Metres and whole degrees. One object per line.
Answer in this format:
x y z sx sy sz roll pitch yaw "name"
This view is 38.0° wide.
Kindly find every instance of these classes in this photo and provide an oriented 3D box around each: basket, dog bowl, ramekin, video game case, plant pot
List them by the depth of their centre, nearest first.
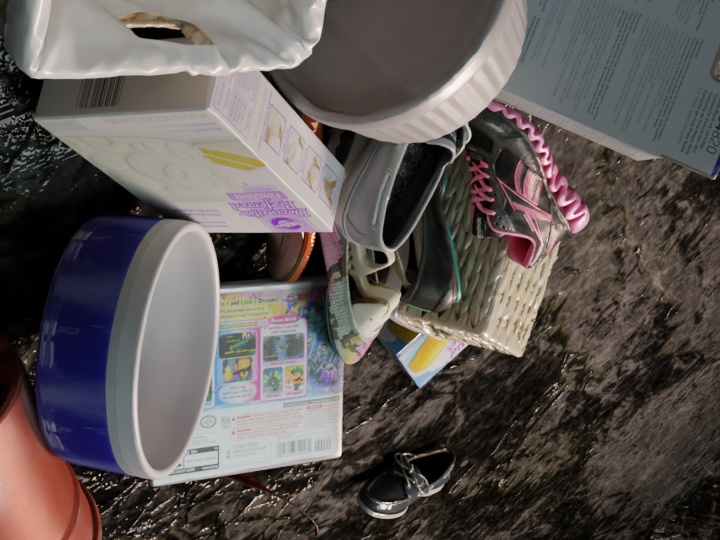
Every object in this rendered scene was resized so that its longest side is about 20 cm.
-0.117 -0.232 0.582 0.197 0.161 0.202 -12 136 -41 "basket"
0.031 -0.188 0.771 0.203 0.202 0.094 -48 151 7 "ramekin"
-0.313 0.158 0.801 0.199 0.200 0.197 -25 136 -28 "plant pot"
-0.177 0.058 0.826 0.200 0.078 0.203 7 90 -81 "dog bowl"
-0.107 0.101 0.992 0.198 0.024 0.185 -4 101 -27 "video game case"
0.124 -0.023 1.077 0.135 0.122 0.203 27 80 -58 "basket"

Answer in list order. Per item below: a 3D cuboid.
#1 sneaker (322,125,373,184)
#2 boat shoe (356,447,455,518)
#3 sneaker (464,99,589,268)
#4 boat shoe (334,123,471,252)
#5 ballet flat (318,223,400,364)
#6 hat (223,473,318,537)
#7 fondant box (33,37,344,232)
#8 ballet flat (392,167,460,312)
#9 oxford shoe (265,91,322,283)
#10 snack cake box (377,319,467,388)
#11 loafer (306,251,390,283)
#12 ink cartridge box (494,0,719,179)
0.030 -0.160 0.884 0.079 0.077 0.202 15 103 -31 "sneaker"
0.072 0.303 1.514 0.199 0.075 0.062 -5 134 -48 "boat shoe"
0.128 -0.075 0.937 0.095 0.079 0.200 -46 125 -3 "sneaker"
0.053 -0.104 0.833 0.070 0.071 0.203 28 91 -45 "boat shoe"
0.000 0.000 0.969 0.069 0.070 0.203 -41 129 -54 "ballet flat"
-0.143 0.173 1.010 0.198 0.176 0.167 -14 138 -40 "hat"
-0.116 -0.091 0.766 0.200 0.142 0.059 42 54 -59 "fondant box"
0.054 -0.061 0.995 0.067 0.203 0.068 -2 167 -14 "ballet flat"
-0.079 -0.070 0.920 0.072 0.071 0.202 -9 131 -18 "oxford shoe"
0.111 0.036 1.252 0.200 0.067 0.115 -42 148 -4 "snack cake box"
-0.022 0.009 1.076 0.199 0.073 0.072 -32 137 -29 "loafer"
0.213 -0.195 0.806 0.041 0.198 0.202 78 35 -87 "ink cartridge box"
